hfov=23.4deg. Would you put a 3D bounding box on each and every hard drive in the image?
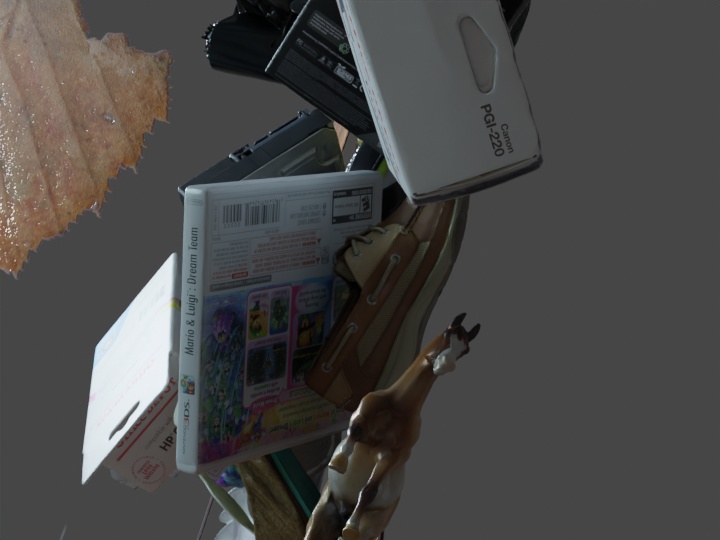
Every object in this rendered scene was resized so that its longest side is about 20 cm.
[{"bbox_3d":[-0.066,-0.025,1.464,0.140,0.038,0.200,-33,-42,-19],"label":"hard drive"}]

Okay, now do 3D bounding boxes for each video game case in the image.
[{"bbox_3d":[-0.050,0.029,1.161,0.200,0.024,0.183,-10,-75,-56],"label":"video game case"}]

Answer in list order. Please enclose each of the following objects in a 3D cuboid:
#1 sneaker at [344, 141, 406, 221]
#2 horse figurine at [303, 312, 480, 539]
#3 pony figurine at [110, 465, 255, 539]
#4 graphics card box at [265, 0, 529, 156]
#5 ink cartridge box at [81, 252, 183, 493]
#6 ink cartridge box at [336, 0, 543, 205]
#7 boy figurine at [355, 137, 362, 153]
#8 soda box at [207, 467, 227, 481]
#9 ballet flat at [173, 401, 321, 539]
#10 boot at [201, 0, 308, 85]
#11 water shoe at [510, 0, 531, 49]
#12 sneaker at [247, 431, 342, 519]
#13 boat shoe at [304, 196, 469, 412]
[{"bbox_3d":[0.000,0.000,1.272,0.200,0.083,0.072,-64,5,7],"label":"sneaker"},{"bbox_3d":[0.000,0.127,0.978,0.133,0.050,0.200,-57,-13,-52],"label":"horse figurine"},{"bbox_3d":[-0.113,0.157,1.581,0.193,0.166,0.200,-55,-1,39],"label":"pony figurine"},{"bbox_3d":[0.039,-0.182,1.176,0.200,0.125,0.051,-56,-1,23],"label":"graphics card box"},{"bbox_3d":[-0.152,0.087,1.340,0.115,0.068,0.200,-49,21,20],"label":"ink cartridge box"},{"bbox_3d":[0.041,-0.127,1.046,0.200,0.085,0.146,-117,9,-81],"label":"ink cartridge box"},{"bbox_3d":[0.030,-0.097,1.438,0.200,0.064,0.124,-67,-16,-4],"label":"boy figurine"},{"bbox_3d":[-0.091,0.068,1.417,0.200,0.064,0.068,-54,21,6],"label":"soda box"},{"bbox_3d":[-0.087,0.117,1.222,0.072,0.200,0.068,-26,-5,14],"label":"ballet flat"},{"bbox_3d":[-0.013,-0.211,1.393,0.200,0.168,0.077,-54,-24,-33],"label":"boot"},{"bbox_3d":[0.081,-0.211,1.291,0.200,0.079,0.072,-89,20,-73],"label":"water shoe"},{"bbox_3d":[-0.048,0.112,1.334,0.200,0.071,0.099,103,179,-53],"label":"sneaker"},{"bbox_3d":[0.019,0.001,1.162,0.076,0.072,0.200,146,144,-80],"label":"boat shoe"}]
